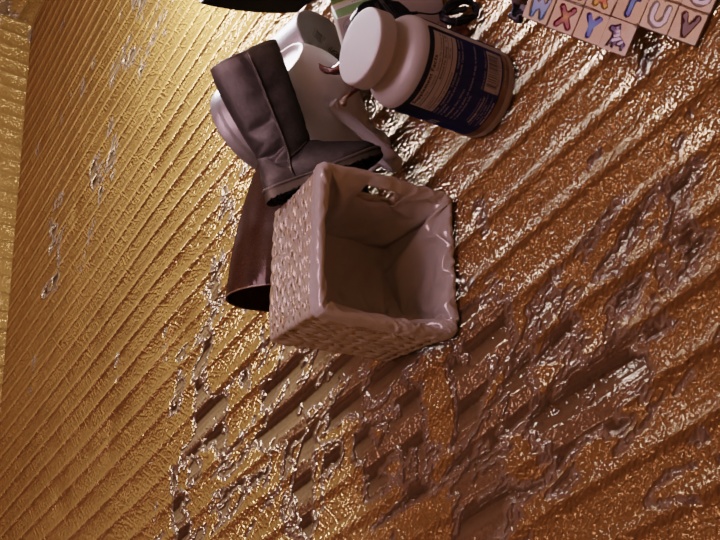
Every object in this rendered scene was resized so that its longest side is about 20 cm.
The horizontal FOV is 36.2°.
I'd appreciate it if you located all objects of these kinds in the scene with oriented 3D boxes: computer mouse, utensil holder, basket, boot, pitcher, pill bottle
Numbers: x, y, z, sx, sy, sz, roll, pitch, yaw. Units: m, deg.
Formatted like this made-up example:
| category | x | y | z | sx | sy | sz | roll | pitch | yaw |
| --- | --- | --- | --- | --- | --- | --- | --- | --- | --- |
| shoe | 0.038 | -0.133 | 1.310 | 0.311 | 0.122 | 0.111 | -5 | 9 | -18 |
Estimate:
| category | x | y | z | sx | sy | sz | roll | pitch | yaw |
| --- | --- | --- | --- | --- | --- | --- | --- | --- | --- |
| computer mouse | 0.071 | -0.322 | 1.417 | 0.059 | 0.198 | 0.034 | 59 | 145 | 30 |
| utensil holder | -0.103 | -0.269 | 1.681 | 0.200 | 0.169 | 0.171 | -38 | 45 | 28 |
| basket | 0.000 | 0.000 | 1.391 | 0.161 | 0.196 | 0.202 | -36 | 49 | 54 |
| boot | -0.083 | -0.203 | 1.430 | 0.073 | 0.180 | 0.202 | 86 | 165 | -77 |
| pitcher | -0.034 | -0.213 | 1.518 | 0.122 | 0.200 | 0.171 | -51 | 29 | -9 |
| pill bottle | 0.081 | -0.244 | 1.348 | 0.115 | 0.198 | 0.117 | -32 | 50 | 50 |

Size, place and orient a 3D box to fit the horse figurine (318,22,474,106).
| category | x | y | z | sx | sy | sz | roll | pitch | yaw |
| --- | --- | --- | --- | --- | --- | --- | --- | --- | --- |
| horse figurine | 0.047 | -0.269 | 1.444 | 0.133 | 0.198 | 0.050 | -44 | 61 | 48 |

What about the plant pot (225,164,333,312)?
| category | x | y | z | sx | sy | sz | roll | pitch | yaw |
| --- | --- | --- | --- | --- | --- | --- | --- | --- | --- |
| plant pot | -0.097 | -0.057 | 1.555 | 0.186 | 0.185 | 0.202 | -22 | 65 | 54 |

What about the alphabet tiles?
| category | x | y | z | sx | sy | sz | roll | pitch | yaw |
| --- | --- | --- | --- | --- | --- | --- | --- | --- | --- |
| alphabet tiles | 0.280 | -0.311 | 1.141 | 0.199 | 0.008 | 0.169 | 30 | 105 | 32 |

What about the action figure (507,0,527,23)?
| category | x | y | z | sx | sy | sz | roll | pitch | yaw |
| --- | --- | --- | --- | --- | --- | --- | --- | --- | --- |
| action figure | 0.215 | -0.392 | 1.283 | 0.193 | 0.104 | 0.202 | 24 | 103 | 48 |

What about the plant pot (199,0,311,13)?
| category | x | y | z | sx | sy | sz | roll | pitch | yaw |
| --- | --- | --- | --- | --- | --- | --- | --- | --- | --- |
| plant pot | -0.149 | -0.556 | 1.898 | 0.199 | 0.176 | 0.202 | -18 | 63 | 55 |

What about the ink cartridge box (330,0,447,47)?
| category | x | y | z | sx | sy | sz | roll | pitch | yaw |
| --- | --- | --- | --- | --- | --- | --- | --- | --- | --- |
| ink cartridge box | 0.031 | -0.362 | 1.448 | 0.048 | 0.144 | 0.201 | -110 | 1 | -47 |

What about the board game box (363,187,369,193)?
| category | x | y | z | sx | sy | sz | roll | pitch | yaw |
| --- | --- | --- | --- | --- | --- | --- | --- | --- | --- |
| board game box | -0.052 | -0.057 | 1.665 | 0.201 | 0.028 | 0.136 | -60 | 33 | 27 |
